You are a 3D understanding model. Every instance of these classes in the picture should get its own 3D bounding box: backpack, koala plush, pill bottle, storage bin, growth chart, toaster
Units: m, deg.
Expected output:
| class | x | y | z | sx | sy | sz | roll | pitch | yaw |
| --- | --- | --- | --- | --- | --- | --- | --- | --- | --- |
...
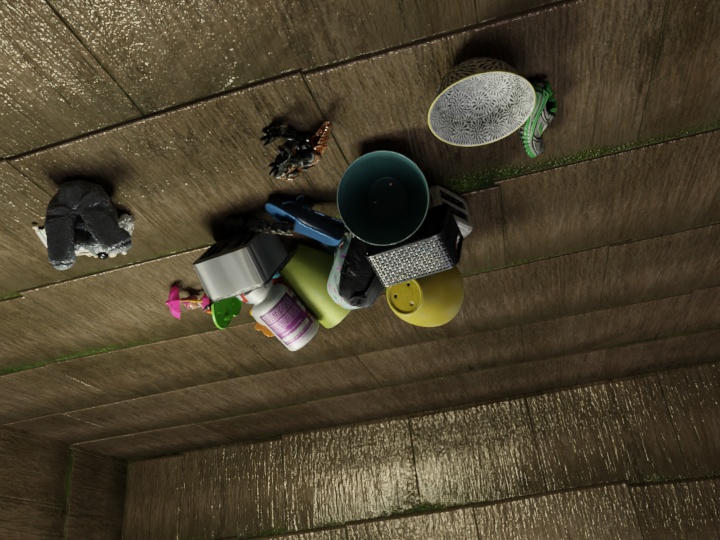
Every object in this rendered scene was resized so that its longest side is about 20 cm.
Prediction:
| class | x | y | z | sx | sy | sz | roll | pitch | yaw |
| --- | --- | --- | --- | --- | --- | --- | --- | --- | --- |
| backpack | 0.000 | 0.000 | 1.600 | 0.166 | 0.202 | 0.126 | 22 | 170 | -15 |
| koala plush | -0.602 | -0.098 | 1.444 | 0.176 | 0.185 | 0.200 | -17 | 174 | -4 |
| pill bottle | -0.210 | 0.106 | 1.679 | 0.112 | 0.113 | 0.200 | -28 | 112 | 37 |
| storage bin | 0.123 | -0.057 | 1.458 | 0.199 | 0.136 | 0.094 | -18 | 118 | 27 |
| growth chart | -0.694 | -0.071 | 1.589 | 0.198 | 0.018 | 0.145 | 0 | 152 | -12 |
| toaster | 0.182 | -0.128 | 1.567 | 0.199 | 0.115 | 0.129 | 21 | 138 | -39 |
| toaster | -0.302 | -0.014 | 1.594 | 0.179 | 0.200 | 0.119 | -17 | 110 | 21 |

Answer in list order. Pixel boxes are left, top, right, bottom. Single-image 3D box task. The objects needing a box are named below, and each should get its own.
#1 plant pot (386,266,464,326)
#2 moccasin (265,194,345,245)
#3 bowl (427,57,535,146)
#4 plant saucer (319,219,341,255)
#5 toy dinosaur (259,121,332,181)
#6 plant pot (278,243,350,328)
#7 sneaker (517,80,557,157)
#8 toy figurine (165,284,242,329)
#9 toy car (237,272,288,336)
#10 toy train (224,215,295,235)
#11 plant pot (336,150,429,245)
| class | x | y | z | sx | sy | sz | roll | pitch | yaw |
| --- | --- | --- | --- | --- | --- | --- | --- | --- | --- |
| plant pot | 0.144 | 0.053 | 1.615 | 0.199 | 0.202 | 0.142 | -24 | 171 | 31 |
| moccasin | -0.131 | -0.128 | 1.536 | 0.199 | 0.069 | 0.080 | 28 | 157 | -12 |
| bowl | 0.220 | -0.334 | 1.197 | 0.199 | 0.095 | 0.201 | -4 | 153 | -2 |
| plant saucer | -0.012 | -0.079 | 1.709 | 0.198 | 0.028 | 0.201 | -4 | 152 | -2 |
| toy dinosaur | -0.128 | -0.251 | 1.318 | 0.135 | 0.103 | 0.201 | -2 | 138 | -42 |
| plant pot | -0.117 | 0.023 | 1.721 | 0.199 | 0.188 | 0.187 | 37 | 136 | -18 |
| sneaker | 0.363 | -0.304 | 1.302 | 0.084 | 0.079 | 0.200 | -13 | 151 | 12 |
| toy figurine | -0.469 | 0.089 | 1.867 | 0.182 | 0.152 | 0.200 | 2 | 179 | 13 |
| toy car | -0.274 | 0.089 | 1.785 | 0.175 | 0.202 | 0.185 | -6 | 152 | -1 |
| toy train | -0.239 | -0.106 | 1.537 | 0.198 | 0.034 | 0.046 | 7 | 170 | 26 |
| plant pot | 0.055 | -0.161 | 1.423 | 0.198 | 0.202 | 0.135 | -10 | -175 | 8 |
